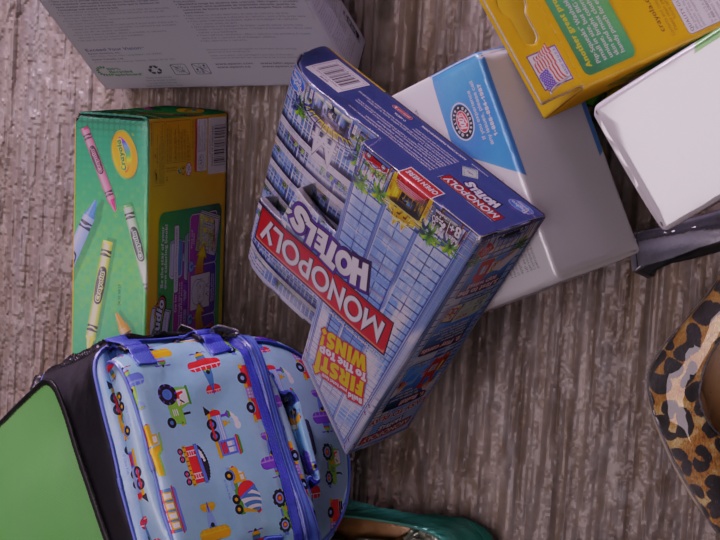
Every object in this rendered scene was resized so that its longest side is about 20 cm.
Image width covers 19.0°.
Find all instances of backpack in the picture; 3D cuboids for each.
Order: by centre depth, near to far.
[{"bbox_3d":[-0.086,0.123,1.355,0.134,0.199,0.184,-28,71,49],"label":"backpack"}]

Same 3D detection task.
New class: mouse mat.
[{"bbox_3d":[-0.198,0.187,1.331,0.161,0.007,0.201,-41,62,41],"label":"mouse mat"}]

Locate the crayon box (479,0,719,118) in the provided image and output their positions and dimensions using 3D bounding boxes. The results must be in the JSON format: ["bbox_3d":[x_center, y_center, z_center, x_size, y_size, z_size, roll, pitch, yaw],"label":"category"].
[{"bbox_3d":[0.140,-0.176,1.288,0.126,0.199,0.052,61,149,6],"label":"crayon box"}]

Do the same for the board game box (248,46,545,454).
[{"bbox_3d":[0.000,0.000,1.325,0.200,0.061,0.201,39,129,31],"label":"board game box"}]

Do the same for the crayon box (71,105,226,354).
[{"bbox_3d":[-0.143,-0.009,1.463,0.058,0.119,0.202,5,98,22],"label":"crayon box"}]

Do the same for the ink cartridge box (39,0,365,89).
[{"bbox_3d":[-0.120,-0.188,1.399,0.198,0.200,0.041,1,63,22],"label":"ink cartridge box"}]

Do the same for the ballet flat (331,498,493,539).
[{"bbox_3d":[-0.007,0.190,1.454,0.199,0.070,0.068,1,97,23],"label":"ballet flat"}]

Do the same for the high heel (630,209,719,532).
[{"bbox_3d":[0.249,0.054,1.327,0.142,0.071,0.202,-15,81,30],"label":"high heel"}]

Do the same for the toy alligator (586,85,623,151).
[{"bbox_3d":[0.142,-0.120,1.365,0.059,0.054,0.201,30,107,17],"label":"toy alligator"}]

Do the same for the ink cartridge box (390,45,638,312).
[{"bbox_3d":[0.059,-0.044,1.356,0.199,0.084,0.146,-22,86,47],"label":"ink cartridge box"}]

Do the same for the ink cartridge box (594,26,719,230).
[{"bbox_3d":[0.237,-0.104,1.248,0.144,0.200,0.084,-32,87,23],"label":"ink cartridge box"}]
